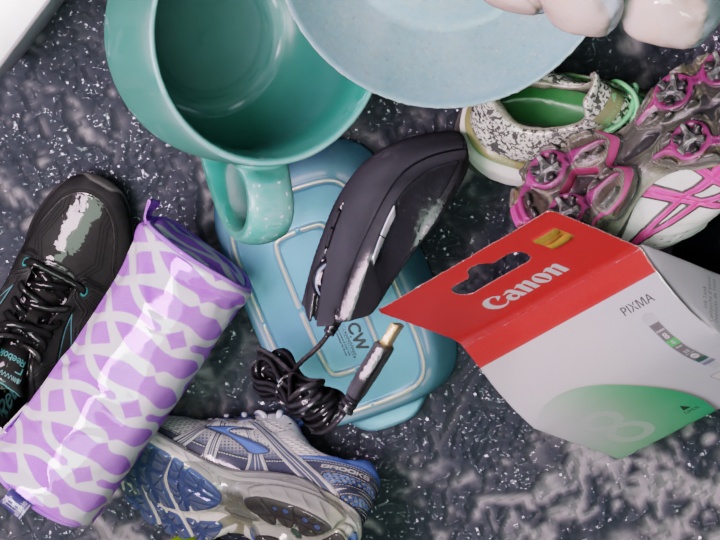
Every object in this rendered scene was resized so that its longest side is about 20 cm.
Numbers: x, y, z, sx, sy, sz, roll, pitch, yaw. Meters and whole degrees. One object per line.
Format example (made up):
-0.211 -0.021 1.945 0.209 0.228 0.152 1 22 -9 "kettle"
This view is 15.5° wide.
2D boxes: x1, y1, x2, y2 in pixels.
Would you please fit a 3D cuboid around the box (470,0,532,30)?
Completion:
0.113 -0.233 1.553 0.116 0.060 0.200 35 108 -3 "box"

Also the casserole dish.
-0.018 0.014 1.657 0.120 0.039 0.201 -20 104 13 "casserole dish"

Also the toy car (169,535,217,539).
-0.029 0.246 1.671 0.199 0.164 0.159 -8 106 0 "toy car"

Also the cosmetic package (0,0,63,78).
-0.191 -0.213 1.576 0.085 0.108 0.200 37 109 -5 "cosmetic package"

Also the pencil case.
-0.150 0.062 1.622 0.085 0.084 0.200 37 95 12 "pencil case"

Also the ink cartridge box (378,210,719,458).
0.135 0.041 1.557 0.199 0.050 0.161 18 146 -34 "ink cartridge box"

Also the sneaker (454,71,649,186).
0.152 -0.084 1.565 0.199 0.089 0.077 3 73 6 "sneaker"

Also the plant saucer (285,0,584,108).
0.049 -0.195 1.510 0.200 0.039 0.202 -1 107 -4 "plant saucer"

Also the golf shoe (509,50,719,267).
0.187 -0.063 1.521 0.199 0.073 0.092 -26 146 19 "golf shoe"

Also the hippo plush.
0.158 -0.214 1.408 0.199 0.159 0.162 3 109 -12 "hippo plush"

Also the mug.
-0.082 -0.127 1.562 0.152 0.114 0.186 30 83 -25 "mug"

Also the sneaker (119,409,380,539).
-0.076 0.127 1.686 0.199 0.085 0.077 20 135 22 "sneaker"

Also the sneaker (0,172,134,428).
-0.198 0.035 1.667 0.075 0.079 0.201 24 106 2 "sneaker"

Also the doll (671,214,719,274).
0.237 0.027 1.619 0.200 0.048 0.136 45 124 -6 "doll"

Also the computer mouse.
0.000 0.000 1.551 0.046 0.140 0.200 35 93 -23 "computer mouse"
